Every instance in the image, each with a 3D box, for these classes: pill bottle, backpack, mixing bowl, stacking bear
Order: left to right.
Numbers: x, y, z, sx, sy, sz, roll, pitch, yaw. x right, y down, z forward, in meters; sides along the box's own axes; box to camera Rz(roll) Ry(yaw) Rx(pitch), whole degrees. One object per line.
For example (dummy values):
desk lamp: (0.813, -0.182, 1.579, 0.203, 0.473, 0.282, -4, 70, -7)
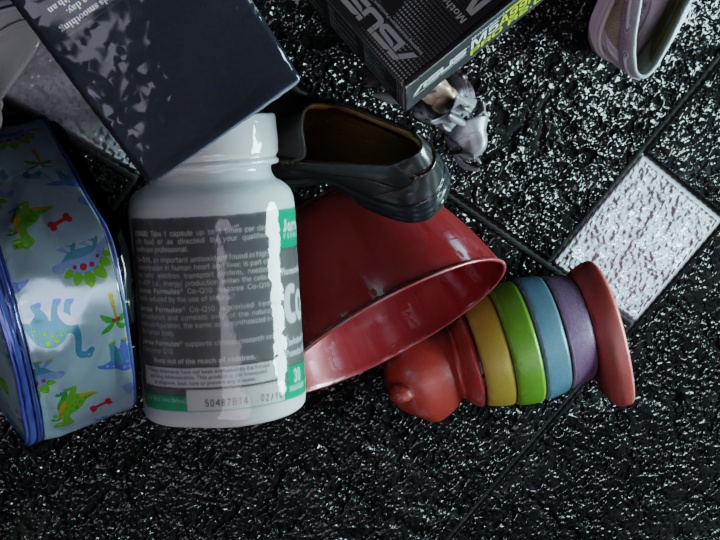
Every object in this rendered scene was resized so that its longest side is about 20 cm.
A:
backpack: (-0.232, 0.016, 0.910, 0.146, 0.200, 0.184, -18, 125, -22)
pill bottle: (-0.098, -0.003, 0.916, 0.112, 0.113, 0.202, -6, 97, -19)
mixing bowl: (0.000, 0.000, 1.037, 0.199, 0.109, 0.200, -26, 165, -8)
stacking bear: (0.116, 0.070, 1.153, 0.199, 0.122, 0.114, -16, 126, -4)

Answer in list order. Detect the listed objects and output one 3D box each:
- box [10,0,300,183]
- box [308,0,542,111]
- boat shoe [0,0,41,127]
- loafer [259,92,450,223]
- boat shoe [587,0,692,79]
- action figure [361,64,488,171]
box: (-0.156, -0.193, 0.831, 0.117, 0.197, 0.200, -34, 126, -1)
box: (0.026, -0.229, 0.876, 0.160, 0.200, 0.044, -38, 167, -7)
boat shoe: (-0.262, -0.101, 0.872, 0.200, 0.065, 0.074, -52, 154, -26)
loafer: (-0.032, -0.097, 0.958, 0.072, 0.199, 0.073, 72, 36, -63)
boat shoe: (0.242, -0.246, 1.040, 0.074, 0.065, 0.203, 15, 112, -29)
action figure: (0.026, -0.151, 0.938, 0.069, 0.130, 0.201, -34, 85, 3)
